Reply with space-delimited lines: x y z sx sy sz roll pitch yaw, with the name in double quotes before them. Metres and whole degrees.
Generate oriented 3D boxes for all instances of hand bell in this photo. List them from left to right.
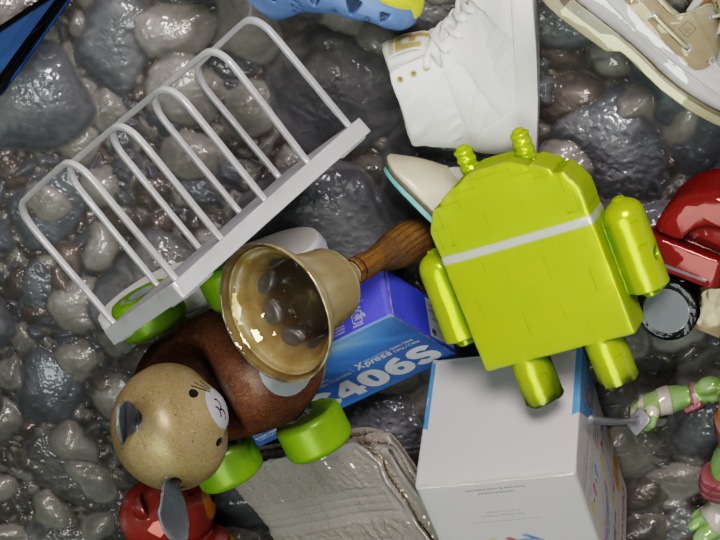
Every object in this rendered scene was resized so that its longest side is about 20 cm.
"hand bell" 0.000 0.000 1.612 0.104 0.200 0.105 17 118 35

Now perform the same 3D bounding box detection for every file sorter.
"file sorter" -0.122 -0.069 1.565 0.125 0.200 0.139 51 150 -6

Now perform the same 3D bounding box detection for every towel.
"towel" -0.016 0.194 1.788 0.199 0.034 0.133 -15 115 46

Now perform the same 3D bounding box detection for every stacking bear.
"stacking bear" -0.135 0.261 1.859 0.113 0.122 0.201 -22 105 16

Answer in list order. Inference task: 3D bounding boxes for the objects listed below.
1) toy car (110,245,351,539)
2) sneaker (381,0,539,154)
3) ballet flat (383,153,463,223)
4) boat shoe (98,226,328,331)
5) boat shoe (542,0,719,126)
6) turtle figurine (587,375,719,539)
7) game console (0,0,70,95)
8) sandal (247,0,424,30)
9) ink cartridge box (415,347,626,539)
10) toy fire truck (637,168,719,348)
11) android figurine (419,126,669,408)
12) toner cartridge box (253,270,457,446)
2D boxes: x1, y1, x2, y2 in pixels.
"toy car" -0.119 0.105 1.600 0.157 0.200 0.165 -20 105 24
"sneaker" 0.070 -0.169 1.558 0.115 0.074 0.201 3 123 8
"ballet flat" 0.100 -0.029 1.652 0.069 0.070 0.200 -32 112 28
"boat shoe" -0.109 0.025 1.729 0.199 0.072 0.069 -20 115 13
"boat shoe" 0.222 -0.166 1.523 0.199 0.075 0.069 30 115 -18
"turtle figurine" 0.264 0.158 1.668 0.143 0.200 0.195 8 133 26
"game console" -0.319 -0.163 1.574 0.170 0.200 0.119 25 122 -3
"sandal" -0.048 -0.214 1.556 0.199 0.080 0.087 25 126 11
"ink cartridge box" 0.133 0.177 1.711 0.124 0.129 0.201 -7 135 17
"toy fire truck" 0.300 -0.028 1.559 0.175 0.129 0.201 22 115 13
"android figurine" 0.126 -0.003 1.578 0.181 0.041 0.201 -18 102 28
"toner cartridge box" -0.032 0.072 1.725 0.199 0.043 0.095 -26 144 26
